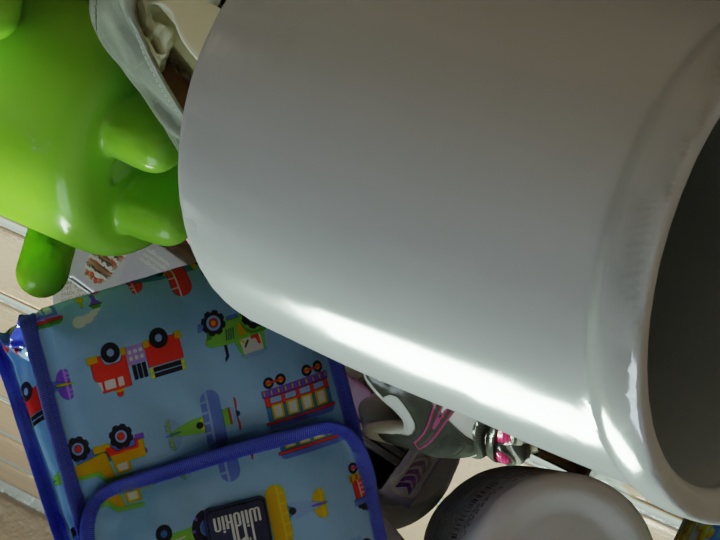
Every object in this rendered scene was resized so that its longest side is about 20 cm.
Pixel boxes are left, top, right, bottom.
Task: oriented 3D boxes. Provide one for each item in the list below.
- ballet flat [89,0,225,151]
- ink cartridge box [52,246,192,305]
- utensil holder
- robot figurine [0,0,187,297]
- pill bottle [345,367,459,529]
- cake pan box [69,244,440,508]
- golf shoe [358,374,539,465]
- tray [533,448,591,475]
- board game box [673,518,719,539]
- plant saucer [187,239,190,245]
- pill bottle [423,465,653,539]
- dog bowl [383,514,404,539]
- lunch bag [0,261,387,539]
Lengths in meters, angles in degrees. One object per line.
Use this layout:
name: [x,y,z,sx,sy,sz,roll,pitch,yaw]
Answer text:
ballet flat: [-0.043,-0.055,0.976,0.200,0.067,0.064,53,155,-12]
ink cartridge box: [-0.141,0.048,1.443,0.067,0.201,0.116,-14,159,17]
utensil holder: [0.062,-0.029,0.756,0.199,0.171,0.170,21,164,38]
robot figurine: [-0.146,-0.079,1.070,0.199,0.116,0.176,22,139,29]
pill bottle: [-0.002,0.117,1.483,0.113,0.113,0.200,31,166,-9]
cake pan box: [-0.058,0.055,1.305,0.200,0.052,0.184,33,179,30]
golf shoe: [0.040,0.028,1.045,0.087,0.078,0.201,-3,140,0]
tray: [0.050,0.053,1.322,0.199,0.037,0.099,26,166,13]
board game box: [0.247,0.182,1.249,0.105,0.103,0.200,30,166,-8]
plant saucer: [0.000,0.000,1.191,0.200,0.051,0.201,27,163,9]
pill bottle: [0.099,0.175,1.355,0.114,0.115,0.200,30,173,-7]
dog bowl: [-0.020,0.208,1.382,0.200,0.079,0.200,46,159,24]
lunch bag: [-0.077,0.101,1.101,0.094,0.150,0.201,-21,86,70]
